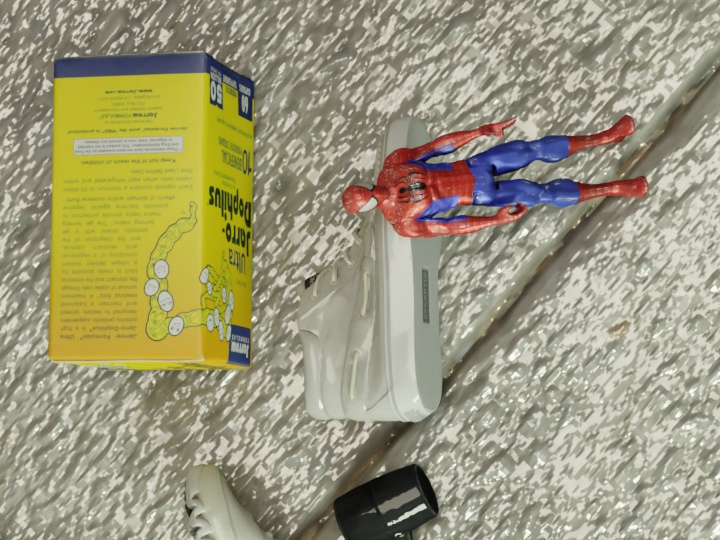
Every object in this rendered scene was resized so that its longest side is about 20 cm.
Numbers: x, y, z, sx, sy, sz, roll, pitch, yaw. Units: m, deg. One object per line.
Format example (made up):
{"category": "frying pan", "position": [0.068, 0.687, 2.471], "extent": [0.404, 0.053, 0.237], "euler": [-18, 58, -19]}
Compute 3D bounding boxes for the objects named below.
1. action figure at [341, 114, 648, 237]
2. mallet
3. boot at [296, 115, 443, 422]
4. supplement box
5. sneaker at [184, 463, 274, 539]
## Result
{"category": "action figure", "position": [0.083, -0.059, 1.428], "extent": [0.199, 0.052, 0.066], "euler": [-10, 87, -14]}
{"category": "mallet", "position": [0.037, 0.230, 1.466], "extent": [0.065, 0.041, 0.201], "euler": [-17, 85, 12]}
{"category": "boot", "position": [0.000, 0.000, 1.477], "extent": [0.095, 0.073, 0.202], "euler": [-4, 77, 22]}
{"category": "supplement box", "position": [-0.136, -0.036, 1.495], "extent": [0.109, 0.109, 0.202], "euler": [-1, 85, 14]}
{"category": "sneaker", "position": [-0.054, 0.213, 1.478], "extent": [0.081, 0.075, 0.201], "euler": [-27, 81, -4]}
